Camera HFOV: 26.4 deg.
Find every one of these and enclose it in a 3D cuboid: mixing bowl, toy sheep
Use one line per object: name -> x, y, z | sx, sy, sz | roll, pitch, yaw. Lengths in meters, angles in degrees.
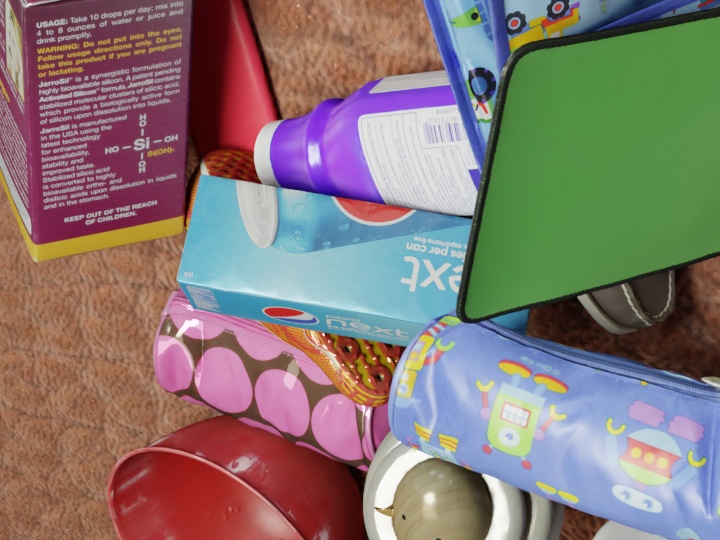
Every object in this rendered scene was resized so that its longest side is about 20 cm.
mixing bowl -> -0.071, 0.176, 1.112 | 0.200, 0.108, 0.200 | 22, 135, 24
toy sheep -> 0.067, 0.140, 0.951 | 0.138, 0.200, 0.138 | -3, 82, 19

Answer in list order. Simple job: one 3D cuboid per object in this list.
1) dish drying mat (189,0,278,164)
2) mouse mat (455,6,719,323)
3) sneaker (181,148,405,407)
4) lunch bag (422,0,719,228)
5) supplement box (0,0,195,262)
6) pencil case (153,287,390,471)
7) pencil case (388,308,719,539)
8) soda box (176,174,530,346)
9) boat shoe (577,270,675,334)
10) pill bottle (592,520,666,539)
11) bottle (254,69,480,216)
dish drying mat -> -0.089, -0.112, 0.988 | 0.077, 0.018, 0.200 | 5, 122, 34
mouse mat -> 0.140, -0.055, 0.742 | 0.008, 0.200, 0.161 | 51, 145, 40
sneaker -> -0.041, 0.010, 0.972 | 0.200, 0.073, 0.077 | 52, 137, 22
lunch bag -> 0.114, -0.121, 0.728 | 0.094, 0.150, 0.200 | 40, 153, 53
supplement box -> -0.171, -0.125, 0.939 | 0.200, 0.103, 0.131 | 100, 150, -45
pencil case -> -0.052, 0.066, 1.039 | 0.200, 0.091, 0.094 | 14, 155, 30
pencil case -> 0.112, 0.075, 0.752 | 0.200, 0.078, 0.087 | 16, 108, 30
soda box -> 0.000, 0.000, 0.889 | 0.200, 0.068, 0.064 | 10, 164, 5
boat shoe -> 0.137, -0.057, 0.819 | 0.059, 0.072, 0.200 | -2, 113, 42
pill bottle -> 0.180, 0.253, 0.975 | 0.112, 0.112, 0.200 | 26, 133, 20
bottle -> 0.027, -0.071, 0.894 | 0.200, 0.065, 0.084 | -2, 122, 39
